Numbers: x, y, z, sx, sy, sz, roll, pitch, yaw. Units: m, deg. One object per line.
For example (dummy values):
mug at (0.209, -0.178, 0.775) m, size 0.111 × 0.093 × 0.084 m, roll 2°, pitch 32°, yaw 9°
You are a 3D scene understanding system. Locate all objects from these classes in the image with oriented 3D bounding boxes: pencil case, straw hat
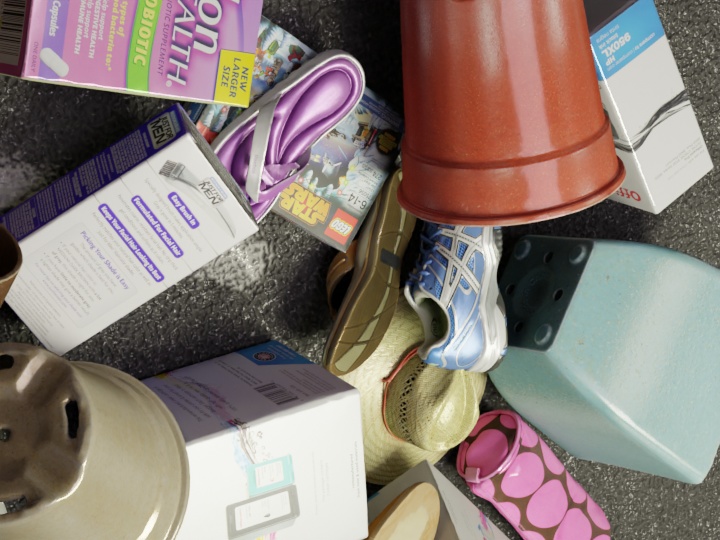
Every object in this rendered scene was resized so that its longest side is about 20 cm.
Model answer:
pencil case at (0.171, 0.228, 1.823) m, size 0.094 × 0.091 × 0.200 m, roll -51°, pitch 124°, yaw -15°
straw hat at (0.067, 0.121, 1.721) m, size 0.201 × 0.085 × 0.201 m, roll -11°, pitch 110°, yaw -31°

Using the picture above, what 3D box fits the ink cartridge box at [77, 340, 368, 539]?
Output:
ink cartridge box at (-0.118, 0.170, 1.574) m, size 0.200 × 0.147 × 0.146 m, roll -15°, pitch 113°, yaw -29°

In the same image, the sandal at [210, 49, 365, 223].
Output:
sandal at (-0.068, -0.104, 1.531) m, size 0.203 × 0.050 × 0.082 m, roll -52°, pitch 125°, yaw -7°

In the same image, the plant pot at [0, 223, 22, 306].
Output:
plant pot at (-0.371, 0.052, 1.362) m, size 0.187 × 0.187 × 0.200 m, roll 9°, pitch 113°, yaw -36°

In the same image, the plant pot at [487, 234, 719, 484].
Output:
plant pot at (0.229, 0.063, 1.740) m, size 0.200 × 0.196 × 0.196 m, roll 30°, pitch 77°, yaw -31°

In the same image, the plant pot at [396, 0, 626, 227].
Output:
plant pot at (0.118, -0.164, 1.560) m, size 0.201 × 0.201 × 0.195 m, roll -21°, pitch 116°, yaw -27°

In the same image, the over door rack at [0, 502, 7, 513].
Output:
over door rack at (-0.266, 0.228, 1.481) m, size 0.148 × 0.200 × 0.067 m, roll -33°, pitch 155°, yaw -22°

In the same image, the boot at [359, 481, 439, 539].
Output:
boot at (-0.027, 0.264, 1.652) m, size 0.071 × 0.144 × 0.201 m, roll 47°, pitch 66°, yaw -35°

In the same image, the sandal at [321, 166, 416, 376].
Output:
sandal at (0.000, 0.000, 1.659) m, size 0.080 × 0.054 × 0.200 m, roll 36°, pitch 67°, yaw -60°

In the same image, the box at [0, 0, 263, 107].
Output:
box at (-0.182, -0.227, 1.430) m, size 0.200 × 0.097 × 0.176 m, roll 5°, pitch 97°, yaw -35°

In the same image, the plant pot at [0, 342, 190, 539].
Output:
plant pot at (-0.242, 0.140, 1.361) m, size 0.200 × 0.200 × 0.184 m, roll -50°, pitch 163°, yaw -11°

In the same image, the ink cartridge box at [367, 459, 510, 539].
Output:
ink cartridge box at (0.081, 0.303, 1.740) m, size 0.129 × 0.125 × 0.200 m, roll -36°, pitch 128°, yaw 10°

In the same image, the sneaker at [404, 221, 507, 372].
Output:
sneaker at (0.082, -0.006, 1.670) m, size 0.077 × 0.076 × 0.200 m, roll -4°, pitch 80°, yaw -28°

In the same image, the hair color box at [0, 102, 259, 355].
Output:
hair color box at (-0.196, -0.031, 1.470) m, size 0.200 × 0.065 × 0.109 m, roll -31°, pitch 123°, yaw 5°

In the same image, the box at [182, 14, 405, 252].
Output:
box at (-0.058, -0.119, 1.590) m, size 0.200 × 0.040 × 0.137 m, roll 30°, pitch 88°, yaw -37°

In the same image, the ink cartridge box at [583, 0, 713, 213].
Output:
ink cartridge box at (0.225, -0.165, 1.700) m, size 0.084 × 0.145 × 0.200 m, roll -38°, pitch 122°, yaw -18°
